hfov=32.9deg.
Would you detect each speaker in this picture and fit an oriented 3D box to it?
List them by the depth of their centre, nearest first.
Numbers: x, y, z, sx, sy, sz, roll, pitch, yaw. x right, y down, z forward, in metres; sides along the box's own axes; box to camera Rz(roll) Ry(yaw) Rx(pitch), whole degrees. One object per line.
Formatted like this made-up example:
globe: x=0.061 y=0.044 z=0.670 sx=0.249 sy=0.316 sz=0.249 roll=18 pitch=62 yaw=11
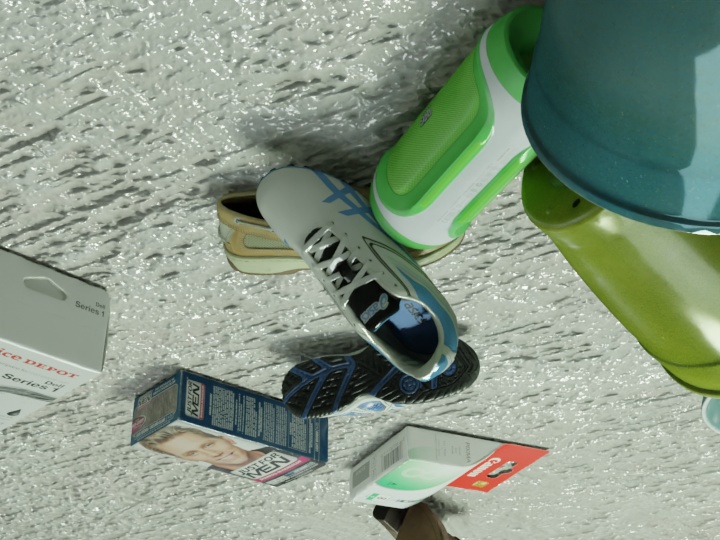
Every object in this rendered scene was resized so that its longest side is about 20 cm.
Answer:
speaker: x=0.080 y=-0.093 z=0.848 sx=0.088 sy=0.089 sz=0.200 roll=12 pitch=148 yaw=-22

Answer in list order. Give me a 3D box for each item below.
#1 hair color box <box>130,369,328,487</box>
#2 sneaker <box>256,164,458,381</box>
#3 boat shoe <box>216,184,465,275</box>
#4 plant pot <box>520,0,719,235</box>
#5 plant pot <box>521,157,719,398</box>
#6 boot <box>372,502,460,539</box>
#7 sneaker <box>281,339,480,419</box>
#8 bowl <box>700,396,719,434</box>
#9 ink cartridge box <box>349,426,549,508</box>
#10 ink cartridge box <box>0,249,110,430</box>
hair color box: x=-0.141 y=0.177 z=1.340 sx=0.199 sy=0.061 sz=0.100 roll=23 pitch=142 yaw=-34
sneaker: x=0.000 y=0.000 z=0.911 sx=0.072 sy=0.073 sz=0.200 roll=-42 pitch=98 yaw=16
boat shoe: x=-0.018 y=-0.040 z=0.963 sx=0.198 sy=0.072 sz=0.077 roll=-6 pitch=134 yaw=7
plant pot: x=0.190 y=-0.156 z=0.651 sx=0.198 sy=0.201 sz=0.189 roll=-1 pitch=136 yaw=1
plant pot: x=0.221 y=-0.041 z=0.858 sx=0.192 sy=0.202 sz=0.200 roll=30 pitch=139 yaw=-27
boot: x=0.104 y=0.362 z=1.598 sx=0.146 sy=0.071 sz=0.200 roll=37 pitch=173 yaw=-24
sneaker: x=0.023 y=0.103 z=1.220 sx=0.198 sy=0.076 sz=0.077 roll=-8 pitch=172 yaw=14
bowl: x=0.408 y=0.074 z=1.126 sx=0.199 sy=0.106 sz=0.201 roll=-1 pitch=151 yaw=-1
ink cartridge box: x=0.108 y=0.251 z=1.488 sx=0.198 sy=0.050 sz=0.161 roll=15 pitch=147 yaw=-21
ink cartridge box: x=-0.344 y=0.069 z=1.121 sx=0.145 sy=0.085 sz=0.199 roll=24 pitch=143 yaw=-37
